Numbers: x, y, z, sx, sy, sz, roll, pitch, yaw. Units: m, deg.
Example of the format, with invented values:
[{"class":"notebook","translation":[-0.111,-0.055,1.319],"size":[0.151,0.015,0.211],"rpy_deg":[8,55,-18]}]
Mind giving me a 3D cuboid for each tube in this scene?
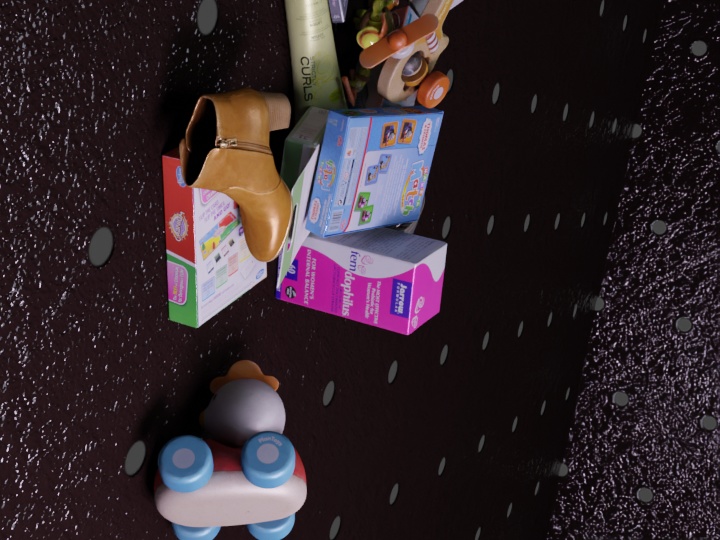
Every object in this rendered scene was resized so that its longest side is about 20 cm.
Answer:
[{"class":"tube","translation":[-0.056,-0.261,1.450],"size":[0.052,0.058,0.200],"rpy_deg":[-67,158,-46]}]

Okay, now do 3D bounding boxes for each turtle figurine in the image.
[{"class":"turtle figurine","translation":[0.019,-0.320,1.495],"size":[0.161,0.064,0.200],"rpy_deg":[-82,177,-59]}]

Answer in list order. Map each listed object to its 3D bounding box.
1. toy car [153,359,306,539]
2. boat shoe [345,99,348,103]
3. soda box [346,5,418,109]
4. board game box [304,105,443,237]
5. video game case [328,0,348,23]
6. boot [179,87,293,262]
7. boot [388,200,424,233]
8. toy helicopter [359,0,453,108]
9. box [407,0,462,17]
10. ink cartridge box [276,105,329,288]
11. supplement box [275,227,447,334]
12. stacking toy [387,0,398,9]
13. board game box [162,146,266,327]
[{"class":"toy car","translation":[-0.156,0.199,1.414],"size":[0.184,0.177,0.200],"rpy_deg":[93,-7,-54]},{"class":"boat shoe","translation":[-0.009,-0.144,1.613],"size":[0.074,0.063,0.201],"rpy_deg":[-54,134,-33]},{"class":"soda box","translation":[0.035,-0.256,1.578],"size":[0.064,0.068,0.200],"rpy_deg":[44,49,-39]},{"class":"board game box","translation":[0.020,-0.127,1.469],"size":[0.200,0.037,0.151],"rpy_deg":[-12,120,-51]},{"class":"video game case","translation":[-0.035,-0.417,1.394],"size":[0.200,0.019,0.143],"rpy_deg":[80,11,-44]},{"class":"boot","translation":[-0.137,-0.095,1.257],"size":[0.144,0.071,0.201],"rpy_deg":[-20,120,-54]},{"class":"boot","translation":[0.070,-0.020,1.851],"size":[0.182,0.073,0.200],"rpy_deg":[-58,147,-6]},{"class":"toy helicopter","translation":[0.075,-0.295,1.433],"size":[0.132,0.079,0.200],"rpy_deg":[-9,132,-57]},{"class":"box","translation":[0.067,-0.408,1.436],"size":[0.101,0.113,0.200],"rpy_deg":[-34,156,7]},{"class":"ink cartridge box","translation":[-0.079,-0.092,1.429],"size":[0.200,0.048,0.146],"rpy_deg":[-60,165,-54]},{"class":"supplement box","translation":[0.000,0.000,1.538],"size":[0.103,0.200,0.101],"rpy_deg":[-33,132,-58]},{"class":"stacking toy","translation":[0.065,-0.439,1.586],"size":[0.110,0.116,0.200],"rpy_deg":[2,113,-64]},{"class":"board game box","translation":[-0.162,-0.057,1.342],"size":[0.153,0.040,0.200],"rpy_deg":[-39,137,-54]}]
